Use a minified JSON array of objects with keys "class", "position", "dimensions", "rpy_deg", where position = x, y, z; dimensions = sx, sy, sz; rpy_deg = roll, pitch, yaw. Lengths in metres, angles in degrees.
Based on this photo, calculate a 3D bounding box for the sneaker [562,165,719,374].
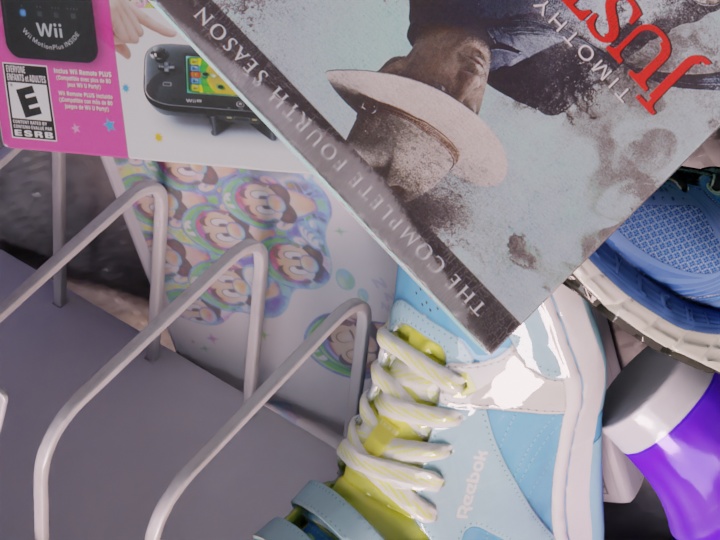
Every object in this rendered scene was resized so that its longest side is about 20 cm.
[{"class":"sneaker","position":[0.121,-0.013,0.880],"dimensions":[0.200,0.089,0.079],"rpy_deg":[24,-172,-29]}]

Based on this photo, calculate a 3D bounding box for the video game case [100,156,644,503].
[{"class":"video game case","position":[0.000,0.000,1.022],"dimensions":[0.182,0.024,0.200],"rpy_deg":[4,132,28]}]

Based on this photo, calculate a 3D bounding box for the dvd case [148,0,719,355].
[{"class":"dvd case","position":[0.059,-0.095,0.794],"dimensions":[0.146,0.200,0.022],"rpy_deg":[47,178,-15]}]

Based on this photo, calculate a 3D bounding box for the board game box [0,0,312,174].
[{"class":"board game box","position":[-0.047,-0.135,0.848],"dimensions":[0.147,0.064,0.200],"rpy_deg":[6,112,26]}]

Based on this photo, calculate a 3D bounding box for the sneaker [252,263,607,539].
[{"class":"sneaker","position":[0.015,0.064,0.949],"dimensions":[0.080,0.130,0.200],"rpy_deg":[37,148,44]}]

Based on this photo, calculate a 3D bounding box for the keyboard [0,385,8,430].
[{"class":"keyboard","position":[-0.160,0.088,0.978],"dimensions":[0.056,0.011,0.200],"rpy_deg":[36,141,13]}]

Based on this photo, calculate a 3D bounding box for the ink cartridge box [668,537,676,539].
[{"class":"ink cartridge box","position":[0.174,0.188,1.085],"dimensions":[0.200,0.044,0.094],"rpy_deg":[41,136,-9]}]

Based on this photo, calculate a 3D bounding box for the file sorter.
[{"class":"file sorter","position":[-0.112,0.038,1.007],"dimensions":[0.200,0.139,0.125],"rpy_deg":[29,142,20]}]

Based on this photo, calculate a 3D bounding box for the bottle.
[{"class":"bottle","position":[0.169,0.103,0.990],"dimensions":[0.200,0.065,0.084],"rpy_deg":[43,138,-13]}]
